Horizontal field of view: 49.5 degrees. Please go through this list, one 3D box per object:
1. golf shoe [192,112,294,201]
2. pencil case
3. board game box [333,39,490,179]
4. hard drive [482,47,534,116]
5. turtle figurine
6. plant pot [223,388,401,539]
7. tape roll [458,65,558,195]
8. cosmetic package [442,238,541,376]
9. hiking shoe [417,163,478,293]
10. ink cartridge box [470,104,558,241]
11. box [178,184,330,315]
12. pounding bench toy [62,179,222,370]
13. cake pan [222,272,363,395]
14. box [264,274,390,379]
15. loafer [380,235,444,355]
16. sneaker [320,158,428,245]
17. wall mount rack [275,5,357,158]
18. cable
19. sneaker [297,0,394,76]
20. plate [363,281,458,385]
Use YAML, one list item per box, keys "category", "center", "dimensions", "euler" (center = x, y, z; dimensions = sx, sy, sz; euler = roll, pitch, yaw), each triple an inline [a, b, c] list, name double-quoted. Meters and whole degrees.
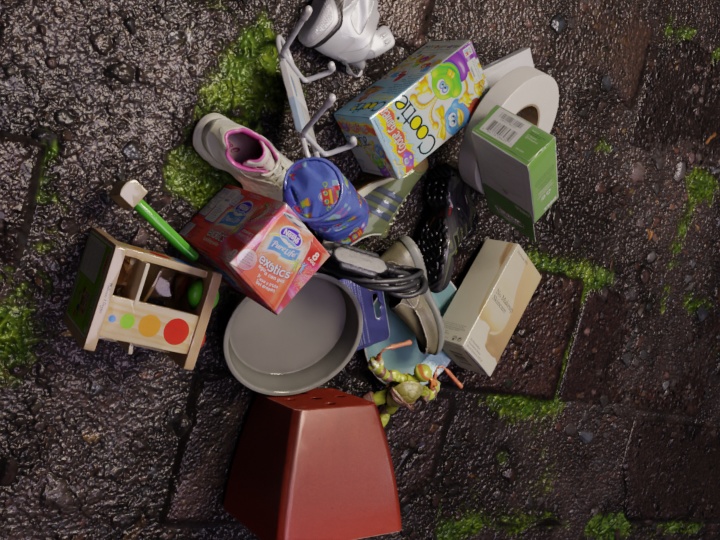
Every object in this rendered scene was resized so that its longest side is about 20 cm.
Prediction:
- category: "golf shoe"
  center: [-0.129, -0.134, 1.041]
  dimensions: [0.199, 0.091, 0.076]
  euler: [30, 84, -35]
- category: "pencil case"
  center: [-0.043, -0.084, 1.008]
  dimensions: [0.086, 0.200, 0.079]
  euler: [-25, 79, 6]
- category: "board game box"
  center: [0.079, -0.237, 1.138]
  dimensions: [0.200, 0.105, 0.104]
  euler: [-40, 120, -17]
- category: "hard drive"
  center: [0.248, -0.246, 1.289]
  dimensions: [0.131, 0.025, 0.202]
  euler: [-29, 115, -23]
- category: "turtle figurine"
  center: [0.064, 0.193, 1.217]
  dimensions: [0.161, 0.065, 0.199]
  euler: [-40, 137, 23]
- category: "plant pot"
  center: [-0.069, 0.270, 1.125]
  dimensions: [0.198, 0.199, 0.179]
  euler: [1, 92, -32]
- category: "tape roll"
  center: [0.228, -0.210, 1.196]
  dimensions: [0.202, 0.037, 0.204]
  euler: [-36, 146, -28]
- category: "cosmetic package"
  center: [0.211, 0.059, 1.291]
  dimensions: [0.105, 0.071, 0.201]
  euler: [44, 69, -39]
- category: "hiking shoe"
  center: [0.149, -0.061, 1.235]
  dimensions: [0.100, 0.075, 0.203]
  euler: [10, 88, -37]
- category: "ink cartridge box"
  center: [0.228, -0.137, 1.132]
  dimensions: [0.059, 0.104, 0.200]
  euler: [-45, 149, -11]
- category: "box"
  center: [-0.140, -0.033, 0.991]
  dimensions: [0.103, 0.199, 0.095]
  euler: [-48, 121, -13]
- category: "pounding bench toy"
  center: [-0.254, 0.002, 0.973]
  dimensions: [0.155, 0.124, 0.202]
  euler: [17, 93, -34]
- category: "cake pan"
  center: [-0.094, 0.082, 1.081]
  dimensions: [0.198, 0.037, 0.202]
  euler: [-10, 122, -16]
- category: "box"
  center: [-0.057, 0.074, 1.157]
  dimensions: [0.198, 0.032, 0.123]
  euler: [-17, 110, -18]
- category: "loafer"
  center: [0.073, 0.046, 1.201]
  dimensions: [0.069, 0.075, 0.202]
  euler: [-23, 110, -12]
- category: "sneaker"
  center: [0.024, -0.093, 1.162]
  dimensions: [0.199, 0.067, 0.091]
  euler: [-32, 114, -15]
- category: "wall mount rack"
  center: [-0.060, -0.232, 0.998]
  dimensions: [0.074, 0.174, 0.202]
  euler: [-18, 78, 9]
- category: "cable"
  center: [0.000, 0.000, 1.069]
  dimensions: [0.198, 0.163, 0.051]
  euler: [14, 87, -21]
- category: "sneaker"
  center: [0.005, -0.372, 1.079]
  dimensions: [0.114, 0.075, 0.201]
  euler: [32, 89, -34]
- category: "plate"
  center: [0.084, 0.094, 1.269]
  dimensions: [0.198, 0.025, 0.203]
  euler: [-8, 106, -31]
